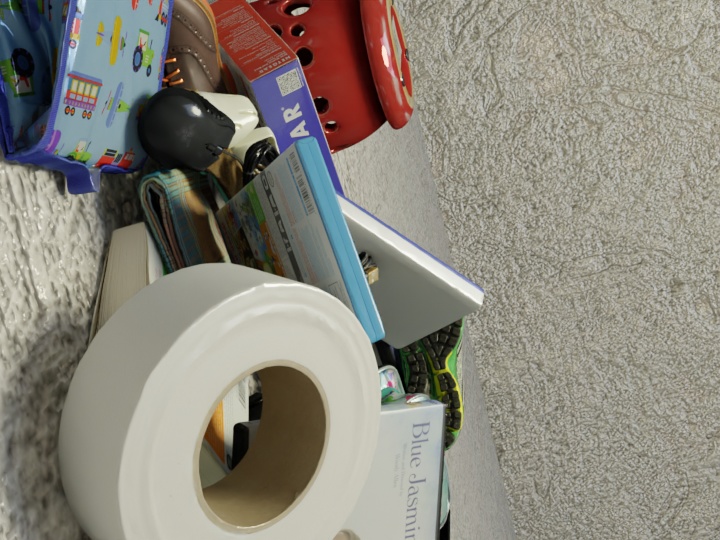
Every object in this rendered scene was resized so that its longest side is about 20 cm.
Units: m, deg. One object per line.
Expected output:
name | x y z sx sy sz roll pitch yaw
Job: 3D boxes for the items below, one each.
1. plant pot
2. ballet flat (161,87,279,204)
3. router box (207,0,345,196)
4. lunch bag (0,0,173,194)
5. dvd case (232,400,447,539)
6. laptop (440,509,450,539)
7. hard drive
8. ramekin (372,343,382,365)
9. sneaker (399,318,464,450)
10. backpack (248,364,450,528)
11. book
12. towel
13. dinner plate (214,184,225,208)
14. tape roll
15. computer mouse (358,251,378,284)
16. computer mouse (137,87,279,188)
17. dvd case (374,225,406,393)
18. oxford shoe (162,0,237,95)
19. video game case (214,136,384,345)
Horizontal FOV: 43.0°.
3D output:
plant pot | -0.035 -0.239 1.103 0.200 0.181 0.202 -10 90 -79
ballet flat | -0.108 -0.103 0.762 0.068 0.072 0.200 60 3 31
router box | -0.086 -0.151 0.896 0.180 0.049 0.201 53 -12 44
lunch bag | -0.178 -0.151 0.596 0.151 0.093 0.202 -15 104 -80
dvd case | -0.012 0.181 0.712 0.199 0.017 0.144 0 94 -39
laptop | 0.082 0.406 1.037 0.178 0.103 0.201 -81 152 -51
hard drive | 0.000 0.000 0.867 0.199 0.132 0.025 33 51 -23
ramekin | -0.013 0.140 1.022 0.200 0.104 0.202 -12 90 -79
sneaker | 0.075 0.097 0.994 0.085 0.077 0.202 61 30 -72
backpack | -0.009 0.200 0.839 0.177 0.150 0.201 -29 117 -42
book | -0.130 0.077 0.679 0.201 0.048 0.134 66 14 -49
towel | -0.125 -0.015 0.739 0.200 0.022 0.148 -88 159 -80
dinner plate | -0.103 -0.030 0.958 0.200 0.024 0.202 -11 90 -79
tape roll | -0.079 0.100 0.567 0.202 0.071 0.204 -13 109 -44
computer mouse | -0.056 0.048 0.857 0.044 0.200 0.110 48 57 3
computer mouse | -0.101 -0.085 0.699 0.034 0.059 0.200 36 5 24
dvd case | 0.044 0.062 1.065 0.201 0.017 0.143 -86 160 -51
oxford shoe | -0.150 -0.169 0.758 0.200 0.071 0.073 61 25 -58
video game case | -0.054 -0.002 0.693 0.200 0.018 0.144 -24 -95 63
